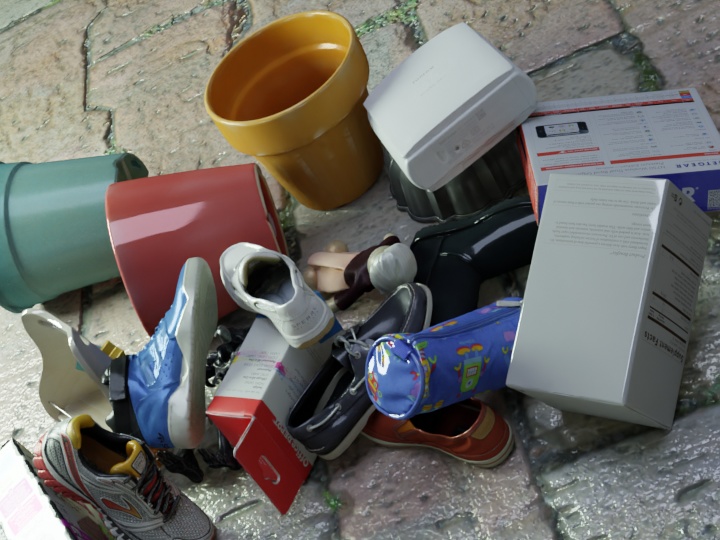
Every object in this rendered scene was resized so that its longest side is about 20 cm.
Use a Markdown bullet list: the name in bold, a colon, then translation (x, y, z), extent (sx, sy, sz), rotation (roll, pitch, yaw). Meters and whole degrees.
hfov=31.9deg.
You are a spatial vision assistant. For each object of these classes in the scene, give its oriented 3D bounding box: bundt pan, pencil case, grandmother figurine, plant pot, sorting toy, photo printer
- **bundt pan**: translation (0.113, -0.154, 1.487), extent (0.200, 0.076, 0.203), rotation (-17, 42, 16)
- **pencil case**: translation (0.097, 0.078, 1.185), extent (0.198, 0.088, 0.078), rotation (-14, 34, -40)
- **grandmother figurine**: translation (0.000, 0.000, 1.362), extent (0.122, 0.060, 0.199), rotation (-58, 19, -17)
- **plant pot**: translation (-0.370, -0.060, 1.624), extent (0.194, 0.201, 0.202), rotation (-10, 44, 13)
- **plant pot**: translation (-0.182, -0.031, 1.480), extent (0.175, 0.202, 0.202), rotation (-17, 41, 1)
- **sorting toy**: translation (-0.297, 0.117, 1.394), extent (0.199, 0.181, 0.107), rotation (24, 64, 44)
- **photo printer**: translation (0.092, -0.190, 1.400), extent (0.166, 0.070, 0.200), rotation (-38, 31, 6)
- **plant pot**: translation (-0.062, -0.181, 1.540), extent (0.198, 0.184, 0.202), rotation (-17, 42, 16)

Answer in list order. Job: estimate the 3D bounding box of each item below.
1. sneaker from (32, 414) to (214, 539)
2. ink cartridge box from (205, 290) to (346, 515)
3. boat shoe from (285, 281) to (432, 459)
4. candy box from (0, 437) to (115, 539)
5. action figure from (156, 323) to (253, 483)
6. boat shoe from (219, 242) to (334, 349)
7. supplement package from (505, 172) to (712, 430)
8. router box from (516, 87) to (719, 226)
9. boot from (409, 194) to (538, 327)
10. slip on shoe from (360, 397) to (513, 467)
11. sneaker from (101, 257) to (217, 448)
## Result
- **sneaker**: translation (-0.227, 0.217, 1.250), extent (0.082, 0.199, 0.078), rotation (-41, 20, 39)
- **ink cartridge box**: translation (-0.083, 0.133, 1.290), extent (0.067, 0.117, 0.201), rotation (1, 49, 35)
- **boat shoe**: translation (-0.002, 0.092, 1.242), extent (0.201, 0.062, 0.073), rotation (-56, 35, 4)
- **candy box**: translation (-0.299, 0.271, 1.272), extent (0.061, 0.137, 0.200), rotation (-44, 42, -8)
- **action figure**: translation (-0.151, 0.120, 1.360), extent (0.117, 0.102, 0.202), rotation (-7, 49, 23)
- **boat shoe**: translation (-0.096, 0.007, 1.282), extent (0.071, 0.070, 0.200), rotation (-43, 37, -11)
- **supplement package**: translation (0.227, 0.028, 1.145), extent (0.120, 0.119, 0.203), rotation (7, 78, 36)
- **router box**: translation (0.268, -0.120, 1.306), extent (0.197, 0.049, 0.180), rotation (-5, 34, 3)
- **boot**: translation (0.124, 0.016, 1.306), extent (0.198, 0.077, 0.169), rotation (-13, 41, 29)
- **slip on shoe**: translation (0.058, 0.139, 1.239), extent (0.198, 0.061, 0.074), rotation (11, 58, 41)
- **sneaker**: translation (-0.212, 0.083, 1.301), extent (0.110, 0.077, 0.203), rotation (-2, 72, 13)
